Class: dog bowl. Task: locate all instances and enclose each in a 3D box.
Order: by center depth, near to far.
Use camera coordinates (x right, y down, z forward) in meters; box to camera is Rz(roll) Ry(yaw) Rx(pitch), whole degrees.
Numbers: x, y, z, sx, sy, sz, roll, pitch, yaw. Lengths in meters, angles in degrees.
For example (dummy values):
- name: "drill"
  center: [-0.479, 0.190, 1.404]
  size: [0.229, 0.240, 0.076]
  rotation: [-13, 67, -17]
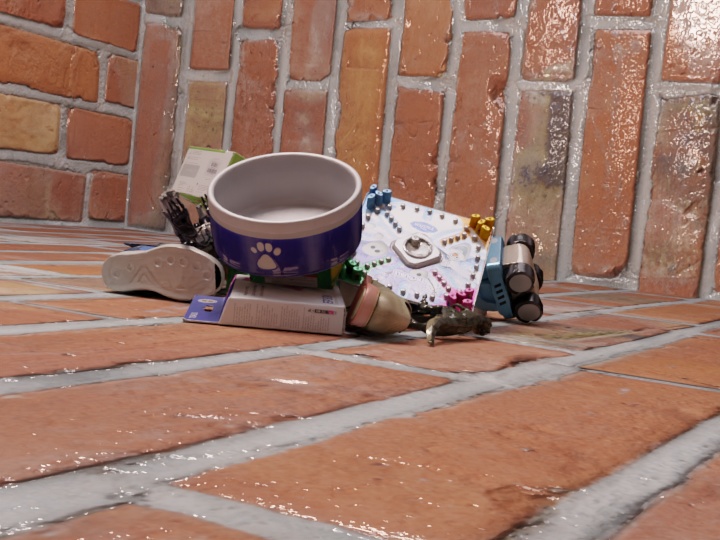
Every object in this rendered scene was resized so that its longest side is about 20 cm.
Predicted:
- name: "dog bowl"
  center: [-0.095, -0.075, 1.438]
  size: [0.197, 0.080, 0.201]
  rotation: [-1, 31, 1]

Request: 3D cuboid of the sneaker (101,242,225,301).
- name: "sneaker"
  center: [-0.267, -0.003, 1.656]
  size: [0.197, 0.082, 0.146]
  rotation: [1, 5, 19]

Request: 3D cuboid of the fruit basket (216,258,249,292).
- name: "fruit basket"
  center: [-0.147, 0.000, 1.694]
  size: [0.183, 0.095, 0.200]
  rotation: [11, -6, -20]

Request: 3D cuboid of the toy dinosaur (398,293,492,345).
- name: "toy dinosaur"
  center: [0.102, 0.066, 1.446]
  size: [0.087, 0.048, 0.199]
  rotation: [15, 10, 29]

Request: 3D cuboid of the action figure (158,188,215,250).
- name: "action figure"
  center: [-0.230, -0.081, 1.649]
  size: [0.117, 0.103, 0.200]
  rotation: [-16, -2, -6]

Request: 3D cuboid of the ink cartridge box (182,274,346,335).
- name: "ink cartridge box"
  center: [-0.121, 0.039, 1.439]
  size: [0.197, 0.044, 0.196]
  rotation: [7, 7, -5]

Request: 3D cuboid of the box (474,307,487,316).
- name: "box"
  center: [0.130, 0.047, 1.940]
  size: [0.142, 0.037, 0.200]
  rotation: [6, 2, -7]

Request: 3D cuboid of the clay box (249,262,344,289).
- name: "clay box"
  center: [-0.070, -0.046, 1.517]
  size: [0.113, 0.048, 0.201]
  rotation: [5, 29, 11]

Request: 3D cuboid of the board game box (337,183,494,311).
- name: "board game box"
  center: [0.081, -0.033, 1.589]
  size: [0.197, 0.026, 0.201]
  rotation: [16, 43, 6]

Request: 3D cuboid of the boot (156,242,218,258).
- name: "boot"
  center: [-0.278, -0.031, 1.886]
  size: [0.130, 0.071, 0.200]
  rotation: [7, 20, 16]

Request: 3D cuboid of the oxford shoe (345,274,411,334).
- name: "oxford shoe"
  center: [0.024, 0.054, 1.430]
  size: [0.073, 0.072, 0.200]
  rotation: [23, 5, -3]

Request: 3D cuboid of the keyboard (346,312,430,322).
- name: "keyboard"
  center: [0.009, 0.064, 1.596]
  size: [0.198, 0.011, 0.056]
  rotation: [4, 3, -34]

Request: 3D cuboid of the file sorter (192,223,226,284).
- name: "file sorter"
  center: [-0.238, -0.078, 2.035]
  size: [0.137, 0.203, 0.124]
  rotation: [3, 2, -38]

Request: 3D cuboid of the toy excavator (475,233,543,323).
- name: "toy excavator"
  center: [0.183, -0.001, 1.804]
  size: [0.197, 0.196, 0.101]
  rotation: [-10, 38, 16]

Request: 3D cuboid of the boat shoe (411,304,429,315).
- name: "boat shoe"
  center: [0.094, 0.035, 1.732]
  size: [0.198, 0.073, 0.072]
  rotation: [6, -3, -41]

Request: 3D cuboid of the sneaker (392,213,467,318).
- name: "sneaker"
  center: [0.091, -0.005, 1.636]
  size: [0.144, 0.078, 0.203]
  rotation: [21, 38, 5]

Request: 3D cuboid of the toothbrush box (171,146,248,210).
- name: "toothbrush box"
  center: [-0.182, -0.116, 1.814]
  size: [0.199, 0.087, 0.145]
  rotation: [30, -10, -37]

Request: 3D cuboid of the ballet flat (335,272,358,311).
- name: "ballet flat"
  center: [0.000, 0.000, 1.637]
  size: [0.068, 0.070, 0.200]
  rotation: [6, 18, 16]
